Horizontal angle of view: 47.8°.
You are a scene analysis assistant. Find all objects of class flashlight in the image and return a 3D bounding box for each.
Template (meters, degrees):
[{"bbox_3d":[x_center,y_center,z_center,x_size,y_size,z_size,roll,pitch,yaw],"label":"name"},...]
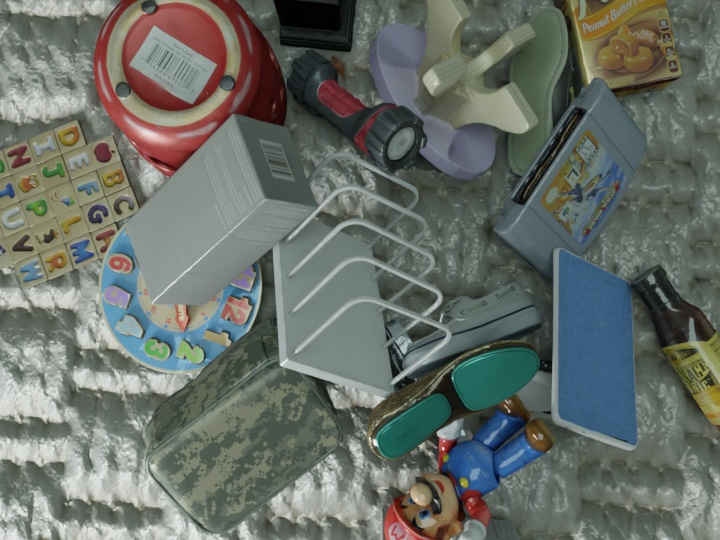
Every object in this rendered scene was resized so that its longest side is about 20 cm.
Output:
[{"bbox_3d":[-0.010,-0.184,0.903,0.067,0.068,0.200,-39,54,-7],"label":"flashlight"}]

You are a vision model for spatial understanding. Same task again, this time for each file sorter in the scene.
[{"bbox_3d":[0.000,0.000,0.841,0.137,0.124,0.203,22,42,-33],"label":"file sorter"}]

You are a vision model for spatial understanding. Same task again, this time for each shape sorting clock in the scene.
[{"bbox_3d":[-0.211,0.018,0.951,0.195,0.039,0.205,0,86,-1],"label":"shape sorting clock"}]

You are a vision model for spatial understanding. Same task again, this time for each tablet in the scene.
[{"bbox_3d":[0.257,0.085,0.897,0.128,0.014,0.204,22,60,-27],"label":"tablet"}]

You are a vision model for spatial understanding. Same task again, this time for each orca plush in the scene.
[{"bbox_3d":[0.214,0.114,0.929,0.195,0.106,0.072,1,49,-7],"label":"orca plush"}]

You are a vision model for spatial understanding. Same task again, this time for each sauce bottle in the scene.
[{"bbox_3d":[0.382,0.089,0.933,0.065,0.066,0.202,-34,84,-2],"label":"sauce bottle"}]

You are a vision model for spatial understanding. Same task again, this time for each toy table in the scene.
[{"bbox_3d":[0.105,-0.213,0.900,0.200,0.117,0.184,47,53,-4],"label":"toy table"}]

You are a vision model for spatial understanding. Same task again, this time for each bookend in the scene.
[{"bbox_3d":[-0.046,-0.379,0.898,0.090,0.200,0.204,6,85,1],"label":"bookend"}]

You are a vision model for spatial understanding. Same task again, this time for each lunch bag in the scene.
[{"bbox_3d":[-0.127,0.152,0.880,0.199,0.168,0.140,-38,115,0],"label":"lunch bag"}]

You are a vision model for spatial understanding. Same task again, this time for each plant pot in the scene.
[{"bbox_3d":[-0.184,-0.210,0.898,0.195,0.183,0.206,0,84,-1],"label":"plant pot"}]

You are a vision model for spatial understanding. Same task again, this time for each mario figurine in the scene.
[{"bbox_3d":[0.101,0.209,0.828,0.200,0.123,0.106,-43,100,-4],"label":"mario figurine"}]

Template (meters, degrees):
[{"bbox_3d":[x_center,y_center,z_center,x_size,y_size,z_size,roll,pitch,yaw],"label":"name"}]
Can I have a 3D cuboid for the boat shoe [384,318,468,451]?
[{"bbox_3d":[0.064,0.157,0.922,0.067,0.074,0.202,-30,87,-6],"label":"boat shoe"}]

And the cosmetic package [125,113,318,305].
[{"bbox_3d":[-0.150,-0.057,0.850,0.199,0.089,0.109,-36,67,32],"label":"cosmetic package"}]

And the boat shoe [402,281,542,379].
[{"bbox_3d":[0.116,0.064,0.911,0.197,0.074,0.068,-14,67,-37],"label":"boat shoe"}]

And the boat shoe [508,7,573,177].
[{"bbox_3d":[0.216,-0.203,0.956,0.071,0.060,0.206,2,80,41],"label":"boat shoe"}]

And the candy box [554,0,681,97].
[{"bbox_3d":[0.297,-0.310,0.962,0.113,0.055,0.205,-11,87,-2],"label":"candy box"}]

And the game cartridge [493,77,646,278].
[{"bbox_3d":[0.244,-0.096,0.920,0.132,0.041,0.202,33,91,-35],"label":"game cartridge"}]

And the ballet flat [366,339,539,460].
[{"bbox_3d":[0.090,0.122,0.837,0.197,0.065,0.072,-26,107,-7],"label":"ballet flat"}]

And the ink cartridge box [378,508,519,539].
[{"bbox_3d":[0.076,0.321,0.887,0.195,0.117,0.069,5,100,0],"label":"ink cartridge box"}]

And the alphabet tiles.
[{"bbox_3d":[-0.372,-0.080,0.975,0.196,0.006,0.170,-22,86,-1],"label":"alphabet tiles"}]
